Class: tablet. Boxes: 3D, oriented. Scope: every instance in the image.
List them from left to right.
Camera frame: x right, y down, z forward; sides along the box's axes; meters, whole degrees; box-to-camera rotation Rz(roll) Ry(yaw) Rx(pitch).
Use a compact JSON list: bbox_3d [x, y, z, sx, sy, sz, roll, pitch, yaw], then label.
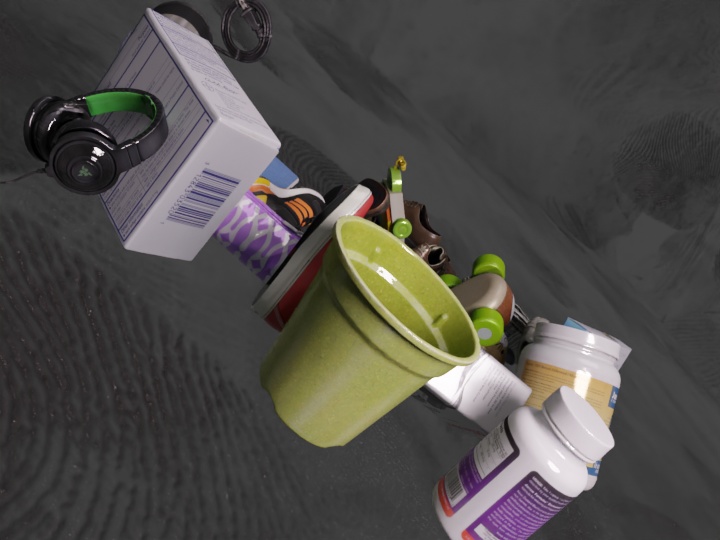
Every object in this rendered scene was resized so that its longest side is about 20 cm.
[{"bbox_3d":[-0.171,-0.168,1.229,0.130,0.014,0.200,42,19,-5],"label":"tablet"}]

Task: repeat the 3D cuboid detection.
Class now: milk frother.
[{"bbox_3d":[-0.246,-0.346,1.169,0.180,0.200,0.189,39,20,-22],"label":"milk frother"}]

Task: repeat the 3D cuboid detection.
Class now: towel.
[{"bbox_3d":[0.247,0.091,1.374,0.193,0.034,0.200,47,-14,7],"label":"towel"}]

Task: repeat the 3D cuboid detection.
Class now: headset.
[{"bbox_3d":[-0.283,-0.132,0.730,0.198,0.095,0.123,-33,50,-26],"label":"headset"}]

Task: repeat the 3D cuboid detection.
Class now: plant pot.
[{"bbox_3d":[-0.006,0.079,0.807,0.199,0.185,0.201,36,22,-17],"label":"plant pot"}]

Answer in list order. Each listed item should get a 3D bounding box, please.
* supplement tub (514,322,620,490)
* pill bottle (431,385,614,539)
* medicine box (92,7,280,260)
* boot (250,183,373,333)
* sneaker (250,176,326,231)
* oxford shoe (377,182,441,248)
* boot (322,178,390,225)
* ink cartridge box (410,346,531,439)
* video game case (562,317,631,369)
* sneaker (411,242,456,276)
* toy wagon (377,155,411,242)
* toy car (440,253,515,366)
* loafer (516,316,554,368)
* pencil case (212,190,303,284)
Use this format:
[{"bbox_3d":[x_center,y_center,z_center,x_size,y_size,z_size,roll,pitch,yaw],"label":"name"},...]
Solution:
[{"bbox_3d":[0.280,0.188,1.067,0.142,0.204,0.145,17,-6,2],"label":"supplement tub"},{"bbox_3d":[0.182,0.226,0.852,0.111,0.200,0.112,36,21,-16],"label":"pill bottle"},{"bbox_3d":[-0.216,-0.150,0.858,0.102,0.182,0.201,13,35,-54],"label":"medicine box"},{"bbox_3d":[-0.018,0.010,0.919,0.144,0.201,0.072,38,-4,-11],"label":"boot"},{"bbox_3d":[-0.109,-0.071,1.100,0.199,0.069,0.092,9,54,-58],"label":"sneaker"},{"bbox_3d":[0.093,-0.115,1.532,0.201,0.085,0.072,49,23,19],"label":"oxford shoe"},{"bbox_3d":[0.013,-0.093,1.255,0.097,0.075,0.199,43,-15,-25],"label":"boot"},{"bbox_3d":[0.099,0.124,0.978,0.199,0.084,0.145,39,-14,-11],"label":"ink cartridge box"},{"bbox_3d":[0.336,0.187,1.227,0.180,0.203,0.045,19,13,-48],"label":"video game case"},{"bbox_3d":[0.145,-0.007,1.426,0.071,0.076,0.199,51,21,22],"label":"sneaker"},{"bbox_3d":[0.052,-0.093,1.278,0.039,0.204,0.156,-4,31,-7],"label":"toy wagon"},{"bbox_3d":[0.208,0.112,1.233,0.201,0.156,0.166,50,31,-24],"label":"toy car"},{"bbox_3d":[0.285,0.169,1.258,0.069,0.203,0.069,21,44,38],"label":"loafer"},{"bbox_3d":[-0.153,-0.069,0.964,0.199,0.086,0.084,41,33,-5],"label":"pencil case"}]
